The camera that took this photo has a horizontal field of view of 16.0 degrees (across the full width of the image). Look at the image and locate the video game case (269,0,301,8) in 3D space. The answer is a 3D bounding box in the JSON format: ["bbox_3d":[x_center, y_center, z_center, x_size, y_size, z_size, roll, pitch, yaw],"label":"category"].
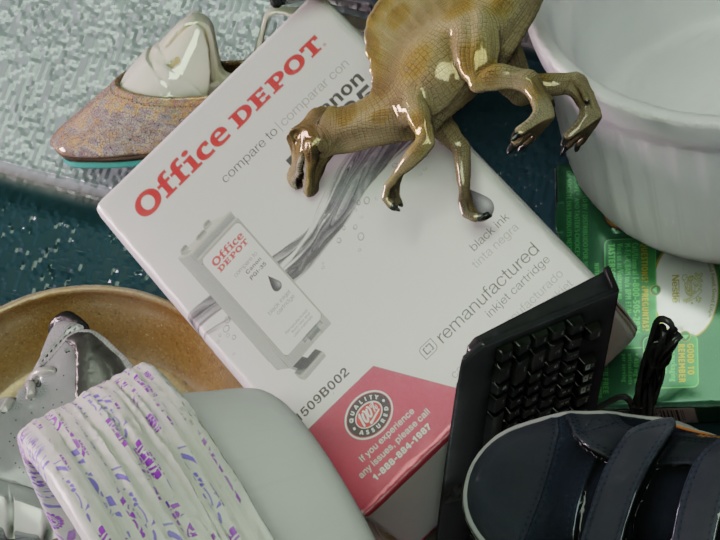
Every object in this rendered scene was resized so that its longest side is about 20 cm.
[{"bbox_3d":[0.047,-0.180,1.200,0.179,0.200,0.026,-14,109,7],"label":"video game case"}]

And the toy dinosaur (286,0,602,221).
[{"bbox_3d":[0.051,-0.091,1.065,0.200,0.058,0.101,-42,69,5],"label":"toy dinosaur"}]

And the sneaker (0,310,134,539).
[{"bbox_3d":[-0.170,0.071,1.184,0.198,0.075,0.116,10,70,4],"label":"sneaker"}]

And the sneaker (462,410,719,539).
[{"bbox_3d":[0.131,0.094,0.959,0.199,0.079,0.079,12,76,16],"label":"sneaker"}]

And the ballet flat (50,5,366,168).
[{"bbox_3d":[-0.055,-0.094,1.243,0.198,0.068,0.068,-6,113,2],"label":"ballet flat"}]

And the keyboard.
[{"bbox_3d":[0.089,0.071,1.101,0.127,0.201,0.021,-27,58,-22],"label":"keyboard"}]

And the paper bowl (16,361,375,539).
[{"bbox_3d":[-0.050,0.130,1.040,0.104,0.201,0.201,-27,69,-12],"label":"paper bowl"}]

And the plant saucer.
[{"bbox_3d":[-0.131,0.108,1.214,0.199,0.035,0.202,-3,72,10],"label":"plant saucer"}]

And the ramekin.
[{"bbox_3d":[0.177,-0.094,1.149,0.199,0.098,0.201,-7,42,6],"label":"ramekin"}]

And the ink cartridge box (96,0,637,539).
[{"bbox_3d":[0.000,0.000,1.134,0.146,0.083,0.200,-44,66,1],"label":"ink cartridge box"}]

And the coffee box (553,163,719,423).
[{"bbox_3d":[0.190,0.009,1.179,0.198,0.044,0.124,-3,73,10],"label":"coffee box"}]

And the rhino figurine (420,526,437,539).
[{"bbox_3d":[0.018,0.054,1.191,0.087,0.060,0.202,-1,71,14],"label":"rhino figurine"}]
